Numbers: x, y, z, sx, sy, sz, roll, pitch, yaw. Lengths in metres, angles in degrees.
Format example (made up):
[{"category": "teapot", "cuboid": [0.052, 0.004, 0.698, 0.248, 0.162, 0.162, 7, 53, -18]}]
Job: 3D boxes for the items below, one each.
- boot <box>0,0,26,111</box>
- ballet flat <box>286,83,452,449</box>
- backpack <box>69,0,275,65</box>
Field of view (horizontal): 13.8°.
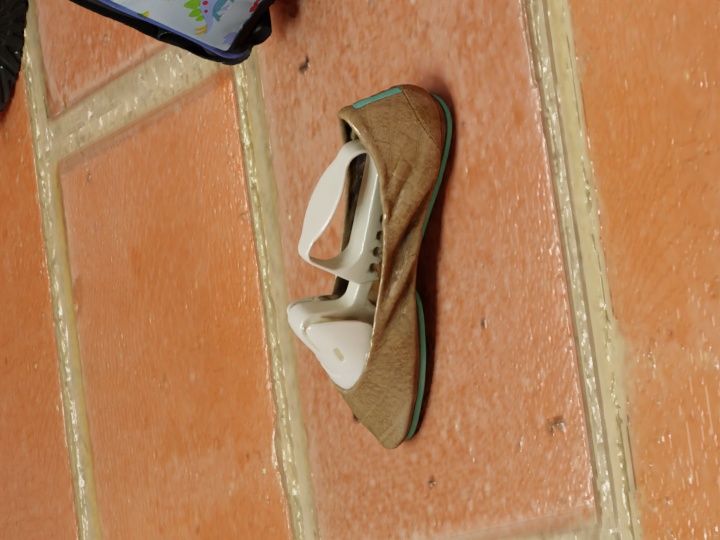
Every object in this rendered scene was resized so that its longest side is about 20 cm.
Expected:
[{"category": "boot", "cuboid": [-0.299, -0.201, 2.095, 0.158, 0.079, 0.212, 39, 117, 46]}, {"category": "ballet flat", "cuboid": [0.000, 0.000, 1.557, 0.068, 0.072, 0.201, 40, 128, 53]}, {"category": "backpack", "cuboid": [-0.130, -0.232, 1.643, 0.147, 0.199, 0.183, -55, 41, 22]}]
